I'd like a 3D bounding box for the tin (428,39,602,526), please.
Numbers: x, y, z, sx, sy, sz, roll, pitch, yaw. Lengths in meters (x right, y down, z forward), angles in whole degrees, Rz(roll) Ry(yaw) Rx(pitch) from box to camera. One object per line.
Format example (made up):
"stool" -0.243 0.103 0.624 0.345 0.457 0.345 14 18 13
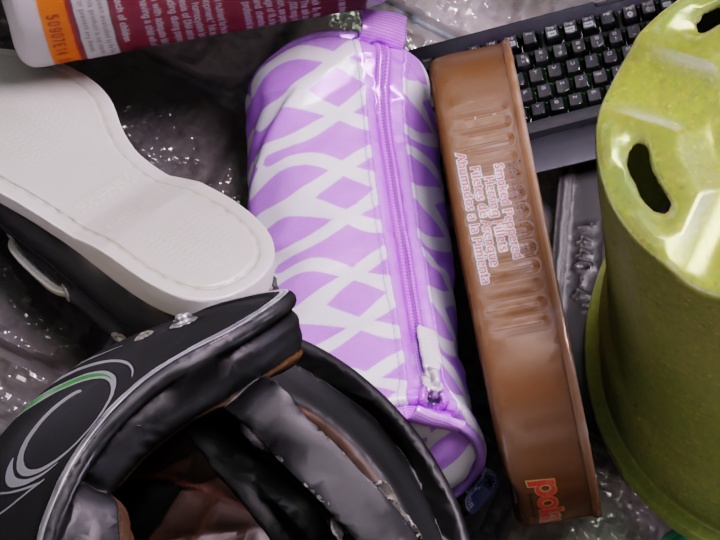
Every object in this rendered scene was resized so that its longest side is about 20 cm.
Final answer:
"tin" 0.059 0.004 1.144 0.042 0.112 0.200 -9 61 0

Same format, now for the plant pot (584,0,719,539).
"plant pot" 0.164 -0.012 1.082 0.200 0.184 0.201 -6 63 13

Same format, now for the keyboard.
"keyboard" 0.108 -0.106 1.247 0.200 0.021 0.127 -14 57 7

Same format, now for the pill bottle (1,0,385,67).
"pill bottle" -0.046 -0.152 1.159 0.200 0.114 0.114 -10 57 -2

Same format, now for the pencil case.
"pencil case" 0.000 0.000 1.152 0.084 0.086 0.200 5 53 -20

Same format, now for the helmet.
"helmet" -0.047 0.108 0.994 0.200 0.191 0.200 2 79 -13

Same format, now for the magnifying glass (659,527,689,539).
"magnifying glass" 0.154 0.183 1.113 0.080 0.022 0.200 2 56 -17

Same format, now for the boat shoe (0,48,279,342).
"boat shoe" -0.105 -0.022 1.146 0.200 0.060 0.074 33 52 33

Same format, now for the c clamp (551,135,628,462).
"c clamp" 0.158 0.010 1.195 0.171 0.027 0.200 -6 62 13
